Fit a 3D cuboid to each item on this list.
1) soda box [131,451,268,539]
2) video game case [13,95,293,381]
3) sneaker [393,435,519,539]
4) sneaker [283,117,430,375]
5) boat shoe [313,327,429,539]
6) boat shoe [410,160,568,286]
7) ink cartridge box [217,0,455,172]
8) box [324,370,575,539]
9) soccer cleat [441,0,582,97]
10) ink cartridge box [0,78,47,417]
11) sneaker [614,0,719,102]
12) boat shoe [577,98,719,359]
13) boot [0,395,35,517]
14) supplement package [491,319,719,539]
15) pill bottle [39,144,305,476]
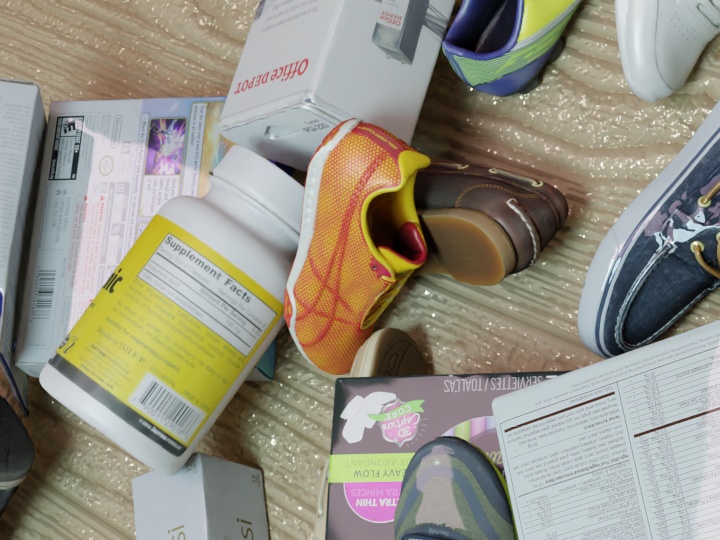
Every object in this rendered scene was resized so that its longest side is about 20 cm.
[{"bbox_3d":[-0.098,0.225,1.176,0.063,0.068,0.201,-24,60,29],"label":"soda box"},{"bbox_3d":[-0.142,-0.023,1.281,0.180,0.045,0.201,0,72,17],"label":"video game case"},{"bbox_3d":[0.037,0.179,0.906,0.073,0.081,0.201,-1,71,20],"label":"sneaker"},{"bbox_3d":[0.000,0.000,1.128,0.077,0.201,0.073,31,51,23],"label":"sneaker"},{"bbox_3d":[0.000,0.134,1.133,0.065,0.072,0.201,-11,67,41],"label":"boat shoe"},{"bbox_3d":[0.049,-0.036,1.164,0.070,0.071,0.200,-39,33,-27],"label":"boat shoe"},{"bbox_3d":[-0.006,-0.174,1.204,0.145,0.085,0.201,-7,61,62],"label":"ink cartridge box"},{"bbox_3d":[0.066,0.169,1.014,0.148,0.124,0.201,-3,72,21],"label":"box"},{"bbox_3d":[0.121,-0.204,1.153,0.065,0.084,0.201,34,96,40],"label":"soccer cleat"},{"bbox_3d":[-0.258,-0.011,1.323,0.040,0.200,0.201,5,72,-3],"label":"ink cartridge box"},{"bbox_3d":[0.218,-0.192,1.077,0.099,0.075,0.201,24,89,42],"label":"sneaker"},{"bbox_3d":[0.208,-0.021,1.024,0.201,0.071,0.091,-55,46,5],"label":"boat shoe"},{"bbox_3d":[-0.311,0.137,1.347,0.200,0.073,0.151,47,128,39],"label":"boot"},{"bbox_3d":[0.188,0.148,0.887,0.147,0.191,0.201,-22,67,30],"label":"supplement package"},{"bbox_3d":[-0.107,0.023,1.173,0.111,0.111,0.200,30,80,41],"label":"pill bottle"}]
